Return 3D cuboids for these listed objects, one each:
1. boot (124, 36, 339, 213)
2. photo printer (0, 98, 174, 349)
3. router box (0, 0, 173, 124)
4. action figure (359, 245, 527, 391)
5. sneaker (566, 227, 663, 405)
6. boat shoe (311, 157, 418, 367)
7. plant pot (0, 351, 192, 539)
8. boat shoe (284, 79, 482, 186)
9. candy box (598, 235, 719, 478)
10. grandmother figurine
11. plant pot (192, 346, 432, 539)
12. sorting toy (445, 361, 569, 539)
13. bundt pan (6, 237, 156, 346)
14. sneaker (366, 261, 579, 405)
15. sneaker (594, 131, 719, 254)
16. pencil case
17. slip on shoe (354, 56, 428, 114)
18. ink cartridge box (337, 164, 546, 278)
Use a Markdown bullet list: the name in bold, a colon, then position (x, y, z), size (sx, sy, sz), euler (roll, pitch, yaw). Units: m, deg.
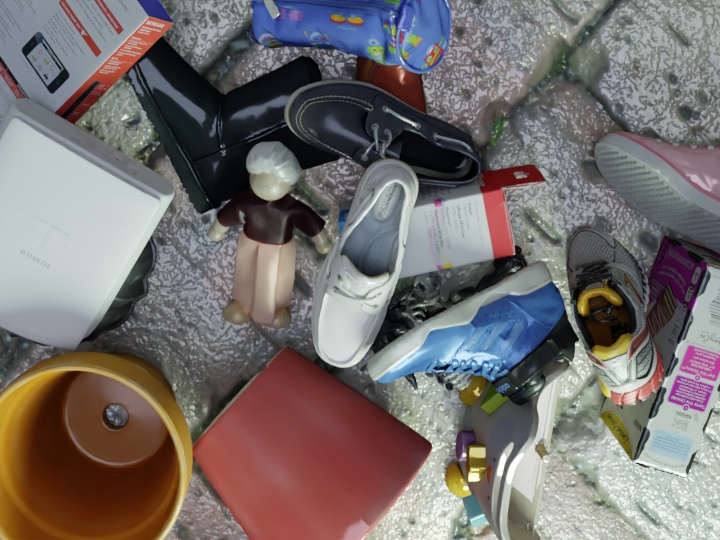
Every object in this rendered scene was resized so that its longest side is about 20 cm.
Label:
- **boot**: position (-0.120, -0.172, 1.214), size (0.166, 0.077, 0.202), euler (-24, 105, 8)
- **photo printer**: position (-0.288, -0.032, 1.159), size (0.165, 0.070, 0.201), euler (30, 109, -13)
- **router box**: position (-0.297, -0.248, 1.173), size (0.179, 0.049, 0.201), euler (-39, 80, 19)
- **action figure**: position (0.082, 0.051, 1.243), size (0.198, 0.102, 0.120), euler (-25, 97, 3)
- **sneaker**: position (0.236, 0.026, 1.194), size (0.077, 0.201, 0.082), euler (-24, 131, 14)
- **boat shoe**: position (0.000, 0.000, 1.132), size (0.070, 0.069, 0.202), euler (15, 106, -3)
- **plant pot**: position (-0.253, 0.165, 1.231), size (0.197, 0.183, 0.203), euler (0, 101, 2)
- **boat shoe**: position (0.027, -0.125, 1.176), size (0.198, 0.063, 0.073), euler (15, 108, -23)
- **candy box**: position (0.305, 0.080, 1.224), size (0.060, 0.136, 0.202), euler (16, 101, -7)
- **grandmother figurine**: position (-0.087, -0.035, 1.215), size (0.120, 0.061, 0.202), euler (1, 128, -7)
- **plant pot**: position (-0.057, 0.186, 1.239), size (0.177, 0.200, 0.201), euler (43, 99, 3)
- **sorting toy**: position (0.146, 0.190, 1.229), size (0.105, 0.180, 0.203), euler (7, 101, 0)
- **bundt pan**: position (-0.307, -0.016, 1.252), size (0.199, 0.076, 0.205), euler (0, 101, 2)
- **sneaker**: position (0.111, 0.082, 1.160), size (0.198, 0.077, 0.112), euler (-26, 86, -19)
- **sneaker**: position (0.332, -0.094, 1.230), size (0.199, 0.076, 0.105), euler (33, 65, 15)
- **pencil case**: position (-0.015, -0.232, 1.151), size (0.198, 0.086, 0.079), euler (16, 96, 35)
- **slip on shoe**: position (0.029, -0.190, 1.217), size (0.073, 0.061, 0.203), euler (-2, 103, 0)
- **ink cartridge box**: position (0.081, -0.046, 1.215), size (0.197, 0.116, 0.068), euler (-11, 103, 4)
